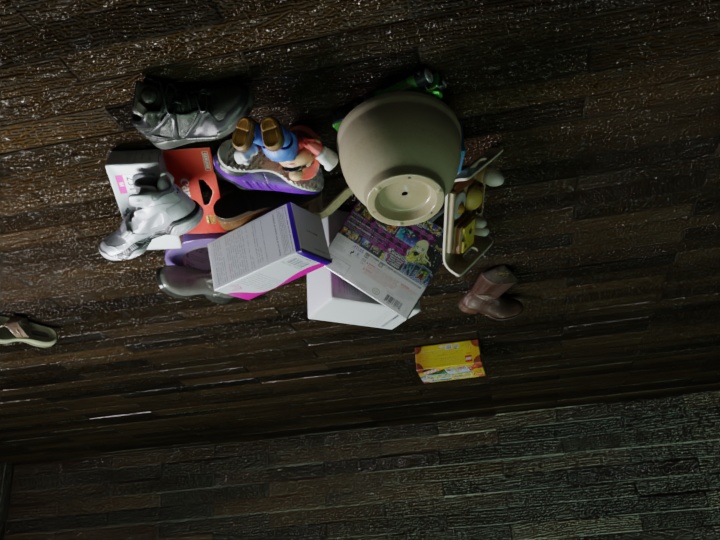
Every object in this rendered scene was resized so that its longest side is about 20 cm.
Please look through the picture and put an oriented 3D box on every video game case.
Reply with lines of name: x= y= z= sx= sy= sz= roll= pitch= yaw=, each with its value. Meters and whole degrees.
video game case: x=0.052 y=-0.036 z=1.414 sx=0.200 sy=0.182 sz=0.036 roll=32 pitch=-177 yaw=7

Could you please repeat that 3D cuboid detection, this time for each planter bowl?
planter bowl: x=0.063 y=-0.156 z=1.168 sx=0.200 sy=0.135 sz=0.200 roll=-2 pitch=144 yaw=-1

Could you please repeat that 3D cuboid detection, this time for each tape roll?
tape roll: x=-0.292 y=-0.054 z=1.530 sx=0.199 sy=0.085 sz=0.200 roll=-3 pitch=154 yaw=-2

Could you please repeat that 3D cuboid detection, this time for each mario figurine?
mario figurine: x=-0.117 y=-0.179 z=1.191 sx=0.106 sy=0.123 sz=0.200 roll=-53 pitch=161 yaw=12

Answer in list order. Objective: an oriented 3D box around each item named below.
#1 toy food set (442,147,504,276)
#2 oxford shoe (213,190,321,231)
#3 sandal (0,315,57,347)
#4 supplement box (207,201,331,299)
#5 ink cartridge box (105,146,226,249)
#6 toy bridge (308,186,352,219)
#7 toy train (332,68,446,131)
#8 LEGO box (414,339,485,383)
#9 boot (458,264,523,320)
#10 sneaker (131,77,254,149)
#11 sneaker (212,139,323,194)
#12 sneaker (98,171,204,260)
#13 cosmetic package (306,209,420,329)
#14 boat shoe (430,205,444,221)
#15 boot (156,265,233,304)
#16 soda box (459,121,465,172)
toy food set: x=0.208 y=-0.104 z=1.342 sx=0.060 sy=0.143 sz=0.200 roll=19 pitch=128 yaw=28
oxford shoe: x=-0.168 y=-0.121 z=1.394 sx=0.199 sy=0.071 sz=0.071 roll=-15 pitch=150 yaw=-7
sandal: x=-0.860 y=0.144 z=1.910 sx=0.057 sy=0.080 sz=0.201 roll=-41 pitch=145 yaw=28
supplement box: x=-0.169 y=-0.031 z=1.382 sx=0.200 sy=0.104 sz=0.101 roll=-24 pitch=157 yaw=24
ink cartridge box: x=-0.339 y=-0.124 z=1.346 sx=0.173 sy=0.044 sz=0.200 roll=-3 pitch=134 yaw=0
toy bridge: x=-0.086 y=-0.127 z=1.421 sx=0.200 sy=0.067 sz=0.027 roll=-18 pitch=152 yaw=27
toy train: x=0.041 y=-0.261 z=1.185 sx=0.200 sy=0.042 sz=0.056 roll=-21 pitch=139 yaw=32
LEGO box: x=0.279 y=0.283 z=2.343 sx=0.199 sy=0.077 sz=0.149 roll=-9 pitch=154 yaw=11
boot: x=0.359 y=0.053 z=1.886 sx=0.186 sy=0.064 sz=0.200 roll=1 pitch=150 yaw=-16
sneaker: x=-0.263 y=-0.245 z=1.132 sx=0.199 sy=0.076 sz=0.114 roll=-8 pitch=162 yaw=23
sneaker: x=-0.166 y=-0.172 z=1.325 sx=0.200 sy=0.070 sz=0.099 roll=14 pitch=157 yaw=-25
sneaker: x=-0.379 y=-0.097 z=1.291 sx=0.199 sy=0.075 sz=0.115 roll=-21 pitch=131 yaw=10
cosmetic package: x=0.000 y=0.000 z=1.548 sx=0.200 sy=0.200 sz=0.123 roll=10 pitch=152 yaw=-27
boat shoe: x=0.131 y=-0.139 z=1.439 sx=0.200 sy=0.072 sz=0.071 roll=-27 pitch=140 yaw=22
boot: x=-0.292 y=0.007 z=1.503 sx=0.130 sy=0.068 sz=0.200 roll=-28 pitch=154 yaw=33
soda box: x=0.072 y=-0.205 z=1.279 sx=0.199 sy=0.064 sz=0.068 roll=-3 pitch=155 yaw=-2
